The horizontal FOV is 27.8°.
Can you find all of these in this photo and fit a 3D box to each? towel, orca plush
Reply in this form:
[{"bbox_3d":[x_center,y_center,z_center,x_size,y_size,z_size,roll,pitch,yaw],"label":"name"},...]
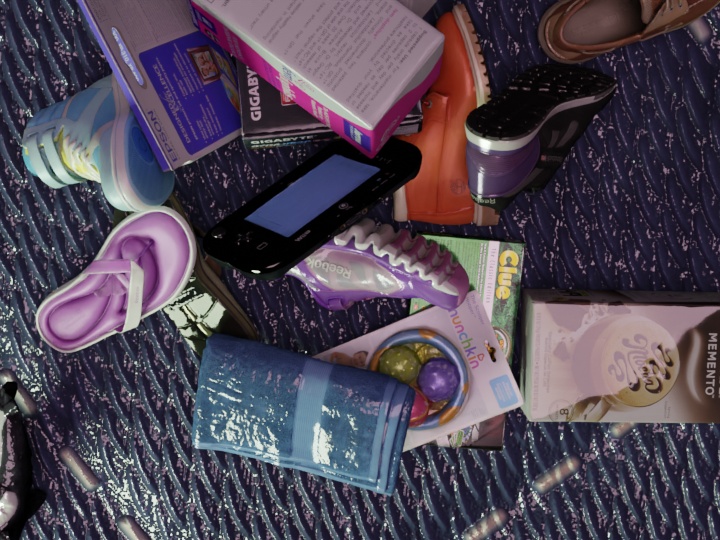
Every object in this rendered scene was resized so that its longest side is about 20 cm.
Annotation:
[{"bbox_3d":[-0.054,0.128,1.313,0.199,0.049,0.112,14,113,11],"label":"towel"},{"bbox_3d":[-0.331,0.203,1.364,0.105,0.071,0.201,11,95,42],"label":"orca plush"}]

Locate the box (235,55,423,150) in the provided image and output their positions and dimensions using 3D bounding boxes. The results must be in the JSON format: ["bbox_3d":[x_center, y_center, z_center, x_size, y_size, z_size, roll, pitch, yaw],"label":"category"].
[{"bbox_3d":[-0.033,-0.213,1.281,0.158,0.046,0.201,-5,80,0],"label":"box"}]

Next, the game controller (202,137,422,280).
[{"bbox_3d":[-0.039,-0.059,1.252,0.200,0.104,0.042,-38,119,-26],"label":"game controller"}]

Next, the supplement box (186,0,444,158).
[{"bbox_3d":[-0.038,-0.199,1.204,0.200,0.101,0.103,36,82,7],"label":"supplement box"}]

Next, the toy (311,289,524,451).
[{"bbox_3d":[0.035,0.110,1.336,0.200,0.047,0.115,-23,92,15],"label":"toy"}]

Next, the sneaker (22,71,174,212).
[{"bbox_3d":[-0.234,-0.093,1.259,0.130,0.200,0.080,-25,122,10],"label":"sneaker"}]

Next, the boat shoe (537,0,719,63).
[{"bbox_3d":[0.257,-0.240,1.302,0.200,0.072,0.076,-28,98,2],"label":"boat shoe"}]

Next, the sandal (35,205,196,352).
[{"bbox_3d":[-0.220,0.021,1.298,0.082,0.050,0.203,45,121,-9],"label":"sandal"}]

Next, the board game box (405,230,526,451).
[{"bbox_3d":[0.093,0.067,1.365,0.104,0.023,0.201,6,98,0],"label":"board game box"}]

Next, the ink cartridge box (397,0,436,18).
[{"bbox_3d":[0.005,-0.322,1.236,0.200,0.083,0.145,37,77,9],"label":"ink cartridge box"}]

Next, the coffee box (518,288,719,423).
[{"bbox_3d":[0.250,0.078,1.342,0.199,0.080,0.113,0,98,-2],"label":"coffee box"}]

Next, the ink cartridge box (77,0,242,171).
[{"bbox_3d":[-0.178,-0.187,1.234,0.043,0.200,0.198,-23,98,23],"label":"ink cartridge box"}]

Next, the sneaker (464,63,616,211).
[{"bbox_3d":[0.154,-0.118,1.288,0.076,0.200,0.088,25,129,32],"label":"sneaker"}]

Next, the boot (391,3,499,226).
[{"bbox_3d":[0.067,-0.137,1.313,0.107,0.075,0.201,-3,99,4],"label":"boot"}]

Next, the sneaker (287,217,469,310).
[{"bbox_3d":[0.000,0.000,1.319,0.200,0.080,0.089,22,106,13],"label":"sneaker"}]

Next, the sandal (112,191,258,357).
[{"bbox_3d":[-0.159,0.000,1.333,0.080,0.057,0.201,-16,118,26],"label":"sandal"}]
